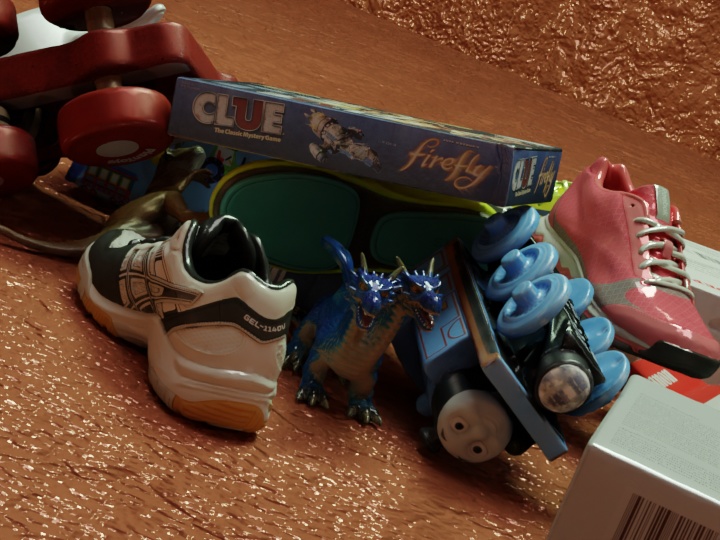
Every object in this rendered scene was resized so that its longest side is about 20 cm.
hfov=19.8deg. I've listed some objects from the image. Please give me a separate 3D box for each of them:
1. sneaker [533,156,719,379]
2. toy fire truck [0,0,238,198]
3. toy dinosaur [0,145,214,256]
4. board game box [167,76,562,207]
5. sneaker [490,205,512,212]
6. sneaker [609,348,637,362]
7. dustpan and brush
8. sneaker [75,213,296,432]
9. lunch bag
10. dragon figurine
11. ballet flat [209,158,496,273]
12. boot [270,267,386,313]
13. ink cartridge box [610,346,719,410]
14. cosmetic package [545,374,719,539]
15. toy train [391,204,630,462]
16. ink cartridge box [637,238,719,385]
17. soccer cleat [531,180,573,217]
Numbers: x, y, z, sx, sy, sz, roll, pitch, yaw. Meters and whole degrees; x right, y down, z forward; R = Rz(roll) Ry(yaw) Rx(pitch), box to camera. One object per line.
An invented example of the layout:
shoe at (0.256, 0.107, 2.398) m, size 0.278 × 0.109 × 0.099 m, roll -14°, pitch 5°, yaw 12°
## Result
sneaker at (0.168, -0.008, 1.271) m, size 0.074 × 0.087 × 0.200 m, roll 20°, pitch 18°, yaw -30°
toy fire truck at (-0.179, -0.097, 1.240) m, size 0.199 × 0.113 × 0.168 m, roll -14°, pitch -18°, yaw 7°
toy dinosaur at (-0.132, -0.022, 1.229) m, size 0.106 × 0.061 × 0.200 m, roll 15°, pitch 22°, yaw 18°
board game box at (0.006, -0.075, 1.193) m, size 0.199 × 0.035 × 0.135 m, roll 13°, pitch 7°, yaw 15°
sneaker at (0.075, -0.008, 1.456) m, size 0.200 × 0.089 × 0.077 m, roll 44°, pitch 46°, yaw -12°
sneaker at (0.126, 0.032, 1.355) m, size 0.073 × 0.072 × 0.200 m, roll 59°, pitch 18°, yaw 19°
dustpan and brush at (-0.198, -0.138, 1.319) m, size 0.139 × 0.200 × 0.057 m, roll -23°, pitch 82°, yaw -52°
sneaker at (-0.083, 0.007, 1.068) m, size 0.075 × 0.088 × 0.200 m, roll 13°, pitch 14°, yaw -32°
lunch bag at (-0.096, -0.066, 1.418) m, size 0.150 × 0.094 × 0.200 m, roll 23°, pitch 0°, yaw 6°
dragon figurine at (-0.003, 0.018, 1.135) m, size 0.059 × 0.100 × 0.200 m, roll 20°, pitch 12°, yaw -14°
ballet flat at (-0.008, -0.033, 1.230) m, size 0.199 × 0.067 × 0.067 m, roll 8°, pitch 21°, yaw -29°
boot at (0.000, 0.000, 1.324) m, size 0.090 × 0.073 × 0.200 m, roll 31°, pitch 21°, yaw 8°
ink cartridge box at (0.233, 0.088, 1.273) m, size 0.200 × 0.050 × 0.161 m, roll 45°, pitch 18°, yaw 13°
cosmetic package at (0.161, 0.119, 1.064) m, size 0.101 × 0.071 × 0.200 m, roll 25°, pitch 12°, yaw 10°
toy train at (0.077, 0.041, 1.150) m, size 0.087 × 0.114 × 0.200 m, roll 51°, pitch 10°, yaw -20°
ink cartridge box at (0.236, 0.031, 1.554) m, size 0.146 × 0.085 × 0.200 m, roll 20°, pitch 13°, yaw -17°
soccer cleat at (0.115, -0.047, 1.505) m, size 0.199 × 0.084 × 0.065 m, roll -4°, pitch 10°, yaw 19°
